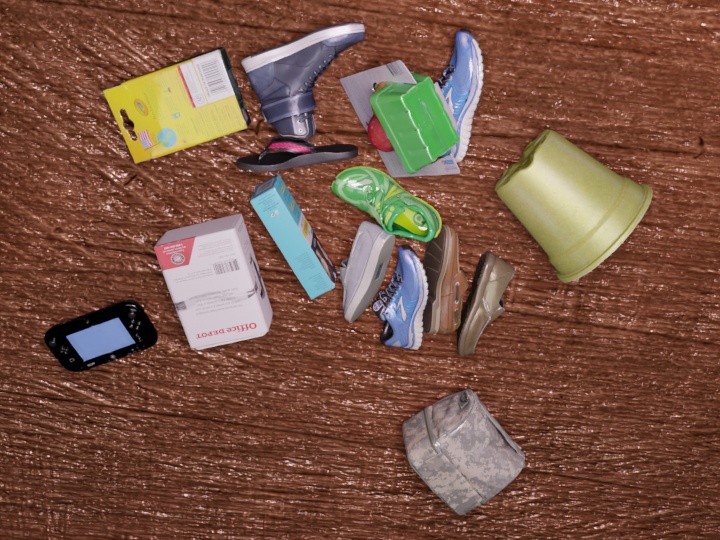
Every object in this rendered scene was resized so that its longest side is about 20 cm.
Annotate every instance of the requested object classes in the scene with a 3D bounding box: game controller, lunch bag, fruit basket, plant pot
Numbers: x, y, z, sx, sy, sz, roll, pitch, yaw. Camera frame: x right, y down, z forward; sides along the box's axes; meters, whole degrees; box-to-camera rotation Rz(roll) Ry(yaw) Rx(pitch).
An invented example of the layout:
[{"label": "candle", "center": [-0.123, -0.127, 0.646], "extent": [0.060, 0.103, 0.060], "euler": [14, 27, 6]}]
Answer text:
[{"label": "game controller", "center": [-0.475, 0.122, 1.306], "extent": [0.198, 0.042, 0.105], "euler": [-19, 112, 9]}, {"label": "lunch bag", "center": [0.198, 0.338, 1.345], "extent": [0.167, 0.140, 0.201], "euler": [-34, 110, 14]}, {"label": "fruit basket", "center": [0.060, -0.227, 1.088], "extent": [0.093, 0.200, 0.186], "euler": [-36, 110, -14]}, {"label": "plant pot", "center": [0.323, -0.117, 1.137], "extent": [0.184, 0.201, 0.201], "euler": [40, 108, -3]}]

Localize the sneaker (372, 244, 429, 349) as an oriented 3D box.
[{"label": "sneaker", "center": [0.068, 0.052, 1.250], "extent": [0.088, 0.079, 0.202], "euler": [-2, 114, -11]}]

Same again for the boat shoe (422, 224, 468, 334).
[{"label": "boat shoe", "center": [0.152, 0.015, 1.250], "extent": [0.067, 0.072, 0.202], "euler": [-1, 113, -19]}]

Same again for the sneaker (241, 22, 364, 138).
[{"label": "sneaker", "center": [-0.069, -0.289, 1.100], "extent": [0.200, 0.077, 0.148], "euler": [-16, 102, 17]}]

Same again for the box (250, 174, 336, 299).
[{"label": "box", "center": [-0.111, -0.057, 1.206], "extent": [0.049, 0.082, 0.201], "euler": [-27, 111, 11]}]

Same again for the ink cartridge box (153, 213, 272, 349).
[{"label": "ink cartridge box", "center": [-0.251, 0.020, 1.239], "extent": [0.145, 0.083, 0.202], "euler": [-12, 112, 6]}]

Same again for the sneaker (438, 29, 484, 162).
[{"label": "sneaker", "center": [0.137, -0.271, 1.108], "extent": [0.088, 0.079, 0.202], "euler": [7, 113, -6]}]

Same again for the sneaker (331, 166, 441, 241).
[{"label": "sneaker", "center": [0.046, -0.110, 1.178], "extent": [0.198, 0.084, 0.075], "euler": [26, 111, -2]}]

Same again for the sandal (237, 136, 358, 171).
[{"label": "sandal", "center": [-0.103, -0.197, 1.153], "extent": [0.197, 0.075, 0.046], "euler": [-9, 117, -5]}]

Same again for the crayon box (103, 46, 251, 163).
[{"label": "crayon box", "center": [-0.290, -0.263, 1.134], "extent": [0.198, 0.051, 0.128], "euler": [-16, 112, 6]}]

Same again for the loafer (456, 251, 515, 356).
[{"label": "loafer", "center": [0.221, 0.068, 1.263], "extent": [0.067, 0.076, 0.202], "euler": [15, 113, 0]}]

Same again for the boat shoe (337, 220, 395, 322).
[{"label": "boat shoe", "center": [0.000, 0.000, 1.242], "extent": [0.071, 0.070, 0.202], "euler": [35, 128, 19]}]
